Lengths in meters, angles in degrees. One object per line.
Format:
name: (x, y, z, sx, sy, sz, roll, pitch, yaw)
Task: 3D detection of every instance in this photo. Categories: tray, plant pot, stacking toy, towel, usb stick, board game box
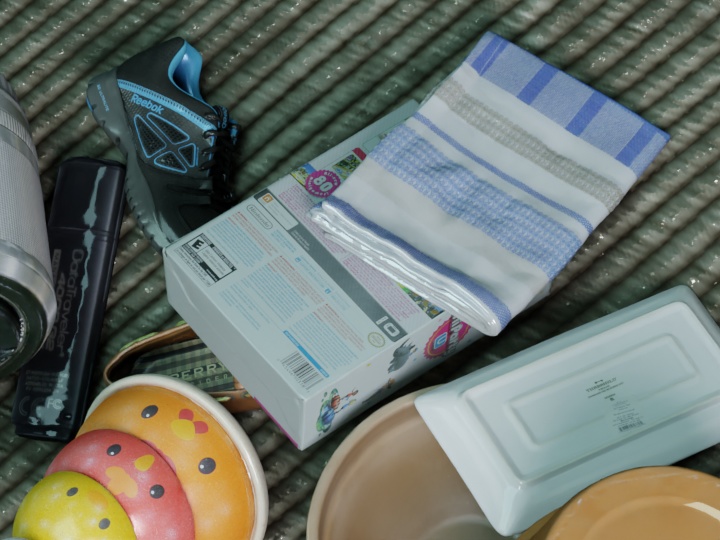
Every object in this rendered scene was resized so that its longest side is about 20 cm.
tray: (0.142, 0.076, 1.426, 0.200, 0.022, 0.108, -22, 60, -21)
plant pot: (0.069, 0.175, 1.437, 0.200, 0.093, 0.201, 0, 63, 1)
plant pot: (0.159, 0.193, 1.297, 0.199, 0.140, 0.201, 0, 61, 0)
stacking toy: (-0.163, 0.163, 1.487, 0.146, 0.200, 0.147, 14, 117, 28)
towel: (0.081, -0.058, 1.494, 0.147, 0.024, 0.200, 33, 59, 20)
usb stick: (-0.198, 0.018, 1.656, 0.055, 0.033, 0.201, 5, 77, 19)
board game box: (0.000, 0.000, 1.501, 0.200, 0.064, 0.148, -31, 60, -21)

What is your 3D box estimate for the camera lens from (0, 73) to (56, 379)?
camera lens: (-0.292, -0.028, 1.625, 0.160, 0.160, 0.200, -24, 53, 16)

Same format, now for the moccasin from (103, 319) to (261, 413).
moccasin: (-0.071, 0.048, 1.562, 0.201, 0.078, 0.074, -10, 69, 20)

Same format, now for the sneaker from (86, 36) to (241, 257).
sneaker: (-0.116, -0.070, 1.621, 0.082, 0.073, 0.200, -32, 66, 11)
